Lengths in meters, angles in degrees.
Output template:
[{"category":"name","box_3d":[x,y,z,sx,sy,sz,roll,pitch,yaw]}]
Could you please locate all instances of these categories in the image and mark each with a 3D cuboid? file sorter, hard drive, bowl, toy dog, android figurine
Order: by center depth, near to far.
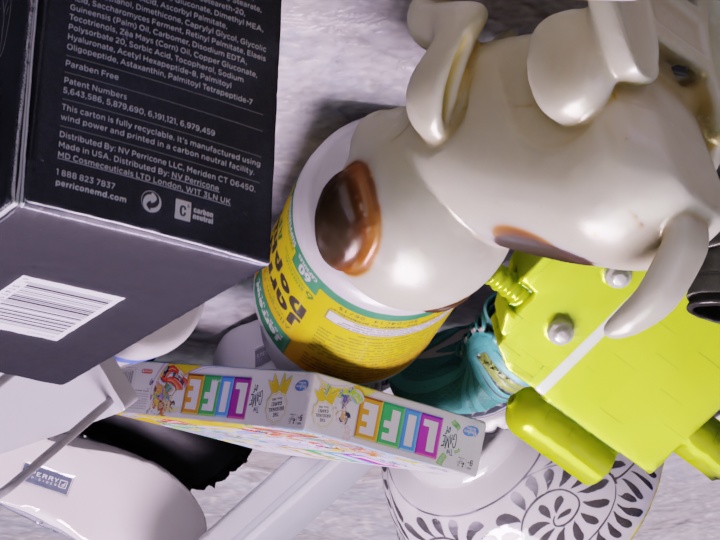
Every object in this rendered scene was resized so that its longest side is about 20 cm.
[{"category":"toy dog","box_3d":[0.076,-0.046,1.142,0.199,0.195,0.139,-20,163,31]},{"category":"file sorter","box_3d":[-0.249,0.033,1.306,0.138,0.124,0.201,-20,106,43]},{"category":"android figurine","box_3d":[0.156,0.035,1.320,0.200,0.041,0.182,37,111,-24]},{"category":"bowl","box_3d":[0.083,0.105,1.505,0.200,0.202,0.094,-11,147,31]},{"category":"hard drive","box_3d":[-0.058,0.162,1.593,0.200,0.027,0.132,-41,168,0]}]

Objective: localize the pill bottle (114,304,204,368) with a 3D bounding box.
[{"category":"pill bottle","box_3d":[-0.194,0.016,1.421,0.199,0.115,0.113,-18,152,42]}]

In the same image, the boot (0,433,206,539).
[{"category":"boot","box_3d":[-0.199,0.135,1.601,0.199,0.073,0.090,27,180,-21]}]

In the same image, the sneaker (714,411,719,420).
[{"category":"sneaker","box_3d":[0.224,0.079,1.601,0.199,0.076,0.076,9,158,-14]}]

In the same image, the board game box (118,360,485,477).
[{"category":"board game box","box_3d":[-0.041,0.087,1.433,0.134,0.034,0.199,17,170,-37]}]

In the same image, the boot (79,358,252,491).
[{"category":"boot","box_3d":[-0.139,0.082,1.583,0.162,0.074,0.198,39,150,-24]}]

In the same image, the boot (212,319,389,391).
[{"category":"boot","box_3d":[-0.012,0.056,1.586,0.095,0.074,0.200,8,168,-31]}]

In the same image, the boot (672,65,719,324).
[{"category":"boot","box_3d":[0.171,-0.038,1.220,0.198,0.132,0.068,2,159,-1]}]

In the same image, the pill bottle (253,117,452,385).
[{"category":"pill bottle","box_3d":[0.000,0.000,1.362,0.112,0.114,0.200,6,159,-10]}]

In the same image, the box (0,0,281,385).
[{"category":"box","box_3d":[-0.133,-0.076,1.058,0.123,0.198,0.200,13,156,-30]}]

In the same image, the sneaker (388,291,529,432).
[{"category":"sneaker","box_3d":[0.094,0.039,1.412,0.199,0.078,0.080,-16,136,37]}]
